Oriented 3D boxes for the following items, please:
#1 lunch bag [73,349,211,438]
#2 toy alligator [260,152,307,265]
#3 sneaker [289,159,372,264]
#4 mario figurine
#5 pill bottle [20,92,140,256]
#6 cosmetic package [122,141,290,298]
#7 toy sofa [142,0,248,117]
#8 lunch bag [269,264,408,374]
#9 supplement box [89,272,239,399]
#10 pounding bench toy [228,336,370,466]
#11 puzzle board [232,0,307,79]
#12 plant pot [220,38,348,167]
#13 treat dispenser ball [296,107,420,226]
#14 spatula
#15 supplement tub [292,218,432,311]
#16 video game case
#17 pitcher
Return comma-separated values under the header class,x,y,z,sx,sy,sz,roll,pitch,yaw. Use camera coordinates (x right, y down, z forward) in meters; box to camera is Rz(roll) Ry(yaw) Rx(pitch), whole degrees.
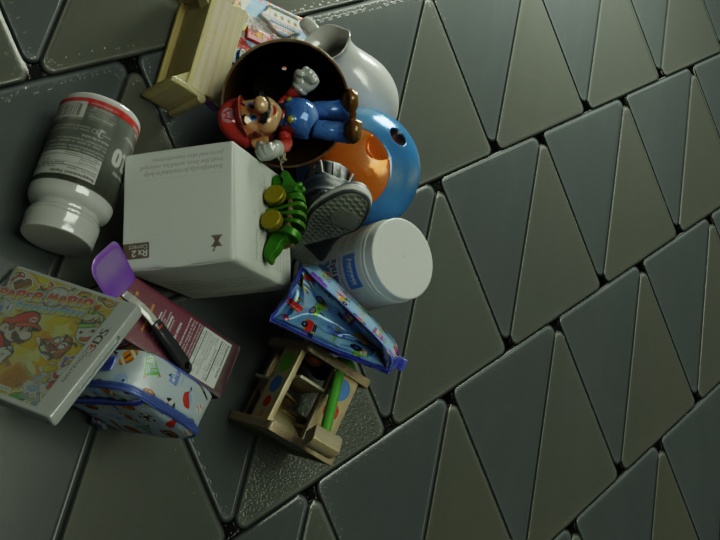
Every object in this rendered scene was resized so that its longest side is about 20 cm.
class,x,y,z,sx,sy,sz,roll,pitch,yaw
lunch bag,-0.303,0.154,1.323,0.160,0.200,0.076,41,56,-42
toy alligator,-0.098,-0.098,1.430,0.059,0.054,0.200,60,29,-53
sneaker,-0.035,-0.113,1.481,0.077,0.202,0.146,25,58,-17
mario figurine,-0.098,-0.218,1.439,0.200,0.123,0.106,-4,118,-11
pill bottle,-0.376,-0.127,1.386,0.114,0.114,0.200,28,62,-33
cosmetic package,-0.208,-0.063,1.434,0.200,0.165,0.165,35,51,-68
toy sofa,-0.249,-0.332,1.573,0.098,0.083,0.200,30,61,-38
lunch bag,-0.017,0.081,1.496,0.200,0.151,0.094,32,93,2
supplement box,-0.281,0.097,1.412,0.200,0.110,0.086,37,57,-29
pounding bench toy,-0.065,0.184,1.498,0.124,0.200,0.156,36,71,-29
puzzle board,-0.163,-0.381,1.706,0.200,0.017,0.151,17,68,-38
plant pot,-0.119,-0.270,1.586,0.187,0.200,0.187,-2,108,-6
treat dispenser ball,-0.003,-0.161,1.663,0.201,0.201,0.201,12,71,-39
spatula,-0.278,0.056,1.336,0.200,0.021,0.057,55,49,-17
supplement tub,0.000,0.000,1.624,0.132,0.200,0.132,12,71,-38
video game case,-0.400,0.086,1.271,0.182,0.200,0.023,-58,152,-35
pitcher,-0.026,-0.331,1.745,0.200,0.121,0.172,50,5,-44
